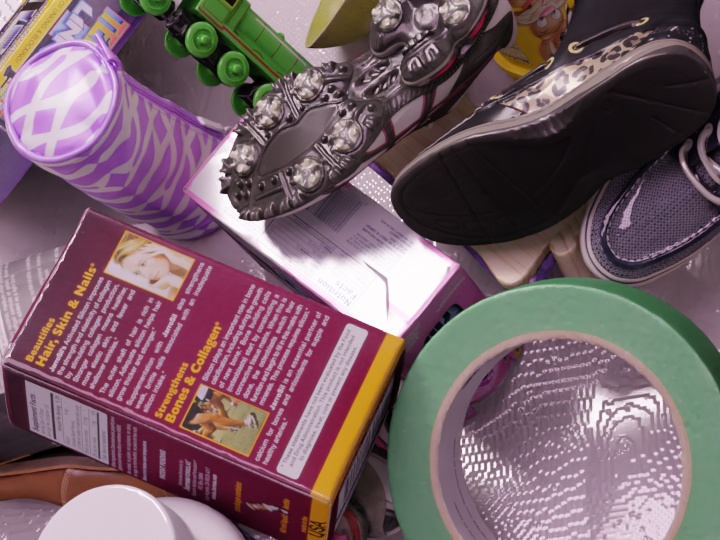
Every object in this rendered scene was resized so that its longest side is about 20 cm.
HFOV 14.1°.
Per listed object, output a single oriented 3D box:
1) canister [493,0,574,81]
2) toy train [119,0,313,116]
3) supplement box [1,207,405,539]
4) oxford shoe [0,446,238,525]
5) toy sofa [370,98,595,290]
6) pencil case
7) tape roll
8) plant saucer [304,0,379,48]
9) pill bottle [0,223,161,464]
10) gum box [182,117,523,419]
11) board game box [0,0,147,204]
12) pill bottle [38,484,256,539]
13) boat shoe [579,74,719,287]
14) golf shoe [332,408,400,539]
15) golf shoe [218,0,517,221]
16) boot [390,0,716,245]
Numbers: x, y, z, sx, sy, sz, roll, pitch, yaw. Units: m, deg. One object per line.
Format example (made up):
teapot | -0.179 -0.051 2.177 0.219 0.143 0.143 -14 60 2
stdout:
canister | 0.104 -0.212 1.730 0.086 0.200 0.149 20 76 32
toy train | -0.089 -0.150 1.807 0.057 0.200 0.042 -57 28 -15
supplement box | -0.088 0.063 1.633 0.199 0.086 0.111 22 64 8
oxford shoe | -0.158 0.136 1.775 0.199 0.071 0.072 -2 103 35
toy sofa | 0.075 -0.052 1.727 0.098 0.083 0.200 -44 56 -8
pencil case | -0.139 -0.079 1.789 0.085 0.200 0.084 -36 67 12
tape roll | 0.115 0.105 1.610 0.199 0.048 0.202 1 95 18
plant saucer | 0.027 -0.218 1.805 0.031 0.200 0.201 30 79 -8
pill bottle | -0.202 0.052 1.757 0.199 0.117 0.117 -17 59 0
gum box | 0.000 0.000 1.729 0.200 0.114 0.066 38 85 34
board game box | -0.205 -0.134 1.873 0.200 0.057 0.165 -53 15 -5
pill bottle | -0.099 0.195 1.632 0.119 0.200 0.120 -11 62 21
boat shoe | 0.201 -0.069 1.596 0.075 0.093 0.200 45 89 -1
golf shoe | -0.026 0.086 1.738 0.092 0.073 0.200 -22 51 -20
golf shoe | 0.009 -0.091 1.673 0.200 0.088 0.077 -40 60 14
boot | 0.115 -0.104 1.648 0.203 0.074 0.154 -27 28 27
